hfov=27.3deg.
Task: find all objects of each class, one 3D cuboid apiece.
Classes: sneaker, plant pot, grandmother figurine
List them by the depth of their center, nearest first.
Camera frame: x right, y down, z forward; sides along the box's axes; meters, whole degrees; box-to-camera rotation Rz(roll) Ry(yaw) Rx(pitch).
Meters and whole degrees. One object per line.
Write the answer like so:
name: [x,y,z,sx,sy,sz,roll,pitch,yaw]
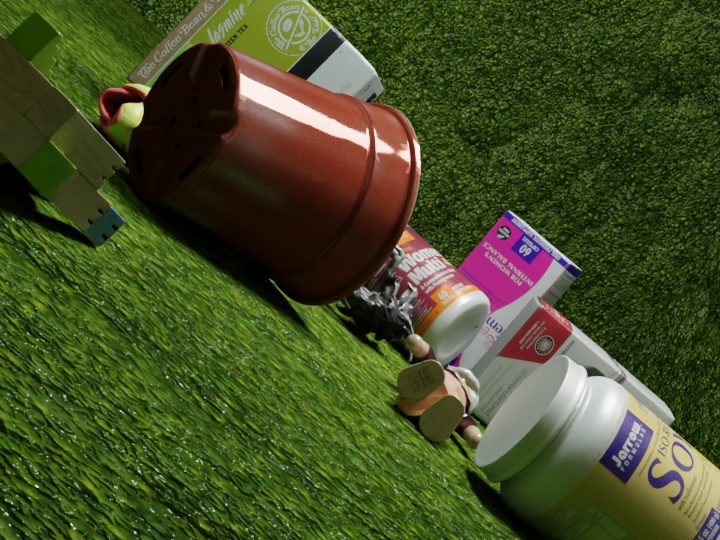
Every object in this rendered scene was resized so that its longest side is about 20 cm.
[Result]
plant pot: [-0.086,-0.095,1.307,0.195,0.201,0.201,26,13,-39]
grandmother figurine: [0.075,0.115,1.380,0.200,0.060,0.121,30,39,-78]
sneaker: [-0.212,-0.152,1.432,0.090,0.078,0.200,31,6,-19]

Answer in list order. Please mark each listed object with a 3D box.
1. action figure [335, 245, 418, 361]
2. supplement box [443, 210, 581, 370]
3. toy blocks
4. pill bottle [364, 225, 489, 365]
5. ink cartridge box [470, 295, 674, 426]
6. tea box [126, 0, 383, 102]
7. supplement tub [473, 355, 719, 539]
action figure: [0.000,0.000,1.538,0.200,0.102,0.119,40,-7,12]
supplement box: [0.156,0.041,1.766,0.101,0.200,0.103,41,6,16]
toy blocks: [-0.216,-0.099,0.949,0.200,0.100,0.137,44,-6,23]
pill bottle: [0.044,0.011,1.695,0.200,0.110,0.110,43,6,24]
ink cartridge box: [0.229,0.149,1.665,0.200,0.147,0.083,39,6,-3]
tea box: [-0.113,-0.207,1.640,0.197,0.200,0.134,44,2,5]
supplement tub: [0.212,0.183,1.273,0.200,0.145,0.145,40,5,-8]
